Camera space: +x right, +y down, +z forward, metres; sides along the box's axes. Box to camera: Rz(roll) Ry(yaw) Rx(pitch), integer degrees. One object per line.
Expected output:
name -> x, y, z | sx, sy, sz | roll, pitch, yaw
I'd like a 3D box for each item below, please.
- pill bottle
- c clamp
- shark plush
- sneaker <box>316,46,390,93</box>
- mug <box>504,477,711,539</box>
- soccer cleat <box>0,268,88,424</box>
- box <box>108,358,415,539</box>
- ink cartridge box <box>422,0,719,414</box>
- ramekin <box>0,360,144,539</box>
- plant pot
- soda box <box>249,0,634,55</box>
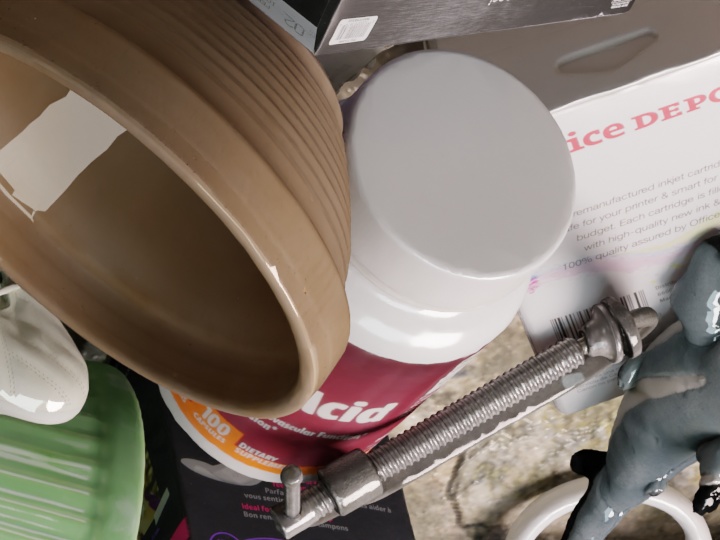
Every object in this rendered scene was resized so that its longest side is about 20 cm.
pill bottle -> 0.000, 0.000, 1.177 | 0.114, 0.115, 0.200 | 6, 153, -22
c clamp -> 0.046, 0.062, 1.213 | 0.199, 0.027, 0.171 | -29, 170, -16
shark plush -> 0.141, 0.066, 1.281 | 0.200, 0.084, 0.091 | -38, 137, 24
sneaker -> -0.016, -0.091, 1.194 | 0.084, 0.073, 0.200 | 11, 132, -21
mug -> 0.129, 0.201, 1.527 | 0.174, 0.148, 0.201 | -3, 108, -3
soccer cleat -> -0.175, -0.021, 1.151 | 0.078, 0.200, 0.069 | -53, 164, 23
box -> -0.051, 0.130, 1.332 | 0.122, 0.201, 0.106 | 11, 133, -27
ink cartridge box -> 0.123, -0.044, 1.279 | 0.147, 0.086, 0.200 | -18, 138, 4
ramekin -> -0.182, 0.124, 1.297 | 0.097, 0.201, 0.200 | 19, 129, -24
plant pot -> -0.071, -0.047, 1.057 | 0.093, 0.200, 0.201 | -51, 144, -22
soda box -> 0.034, -0.130, 1.079 | 0.200, 0.071, 0.064 | -12, 135, -51
